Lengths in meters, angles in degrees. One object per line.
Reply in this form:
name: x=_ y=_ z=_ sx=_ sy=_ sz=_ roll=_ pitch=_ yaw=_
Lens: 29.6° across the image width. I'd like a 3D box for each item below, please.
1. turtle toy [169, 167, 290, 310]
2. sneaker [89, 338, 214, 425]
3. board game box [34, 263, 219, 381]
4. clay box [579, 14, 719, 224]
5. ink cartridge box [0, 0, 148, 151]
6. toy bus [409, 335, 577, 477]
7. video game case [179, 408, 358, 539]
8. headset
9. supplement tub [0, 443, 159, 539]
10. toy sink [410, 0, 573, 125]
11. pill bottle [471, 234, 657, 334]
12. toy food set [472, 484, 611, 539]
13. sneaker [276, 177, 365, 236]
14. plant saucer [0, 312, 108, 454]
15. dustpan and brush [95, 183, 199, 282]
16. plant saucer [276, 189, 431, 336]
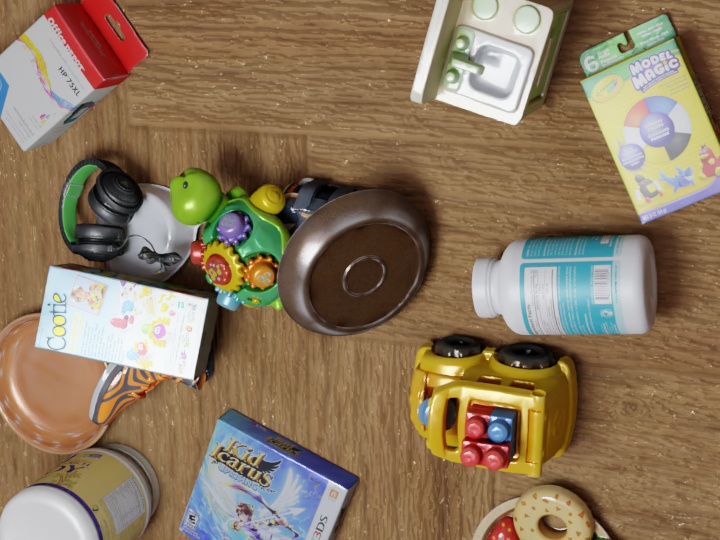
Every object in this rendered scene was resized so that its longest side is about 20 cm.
turtle toy: x=-0.151 y=-0.036 z=1.622 sx=0.146 sy=0.101 sz=0.201 roll=-35 pitch=86 yaw=45
sneaker: x=-0.264 y=0.138 z=1.770 sx=0.112 sy=0.078 sz=0.201 roll=35 pitch=99 yaw=7
board game box: x=-0.285 y=0.061 z=1.689 sx=0.198 sy=0.103 sz=0.106 roll=12 pitch=93 yaw=2
clay box: x=0.323 y=-0.166 z=1.498 sx=0.114 sy=0.048 sz=0.201 roll=-23 pitch=95 yaw=24
ink cartridge box: x=-0.379 y=-0.258 z=1.733 sx=0.199 sy=0.067 sz=0.117 roll=-36 pitch=89 yaw=24
toy bus: x=0.135 y=0.170 z=1.579 sx=0.198 sy=0.192 sz=0.137 roll=7 pitch=108 yaw=20
video game case: x=-0.124 y=0.308 z=1.793 sx=0.199 sy=0.045 sz=0.183 roll=26 pitch=110 yaw=13
headset: x=-0.308 y=-0.061 z=1.722 sx=0.200 sy=0.094 sz=0.124 roll=38 pitch=111 yaw=41
supplement tub: x=-0.366 y=0.322 z=1.803 sx=0.144 sy=0.200 sz=0.147 roll=5 pitch=106 yaw=19
toy sink: x=0.148 y=-0.237 z=1.464 sx=0.111 sy=0.200 sz=0.131 roll=21 pitch=109 yaw=15
pill bottle: x=0.230 y=0.017 z=1.547 sx=0.198 sy=0.111 sz=0.112 roll=-1 pitch=103 yaw=22
toy food set: x=0.228 y=0.370 z=1.672 sx=0.199 sy=0.049 sz=0.199 roll=-36 pitch=89 yaw=24
sneaker: x=-0.048 y=-0.072 z=1.648 sx=0.198 sy=0.078 sz=0.080 roll=-12 pitch=105 yaw=25
plant saucer: x=-0.417 y=0.151 z=1.869 sx=0.198 sy=0.037 sz=0.202 roll=6 pitch=106 yaw=20
dustpan and brush: x=-0.239 y=-0.058 z=1.745 sx=0.199 sy=0.057 sz=0.141 roll=-17 pitch=85 yaw=30
plant saucer: x=0.000 y=0.000 z=1.599 sx=0.032 sy=0.199 sz=0.201 roll=52 pitch=123 yaw=48
